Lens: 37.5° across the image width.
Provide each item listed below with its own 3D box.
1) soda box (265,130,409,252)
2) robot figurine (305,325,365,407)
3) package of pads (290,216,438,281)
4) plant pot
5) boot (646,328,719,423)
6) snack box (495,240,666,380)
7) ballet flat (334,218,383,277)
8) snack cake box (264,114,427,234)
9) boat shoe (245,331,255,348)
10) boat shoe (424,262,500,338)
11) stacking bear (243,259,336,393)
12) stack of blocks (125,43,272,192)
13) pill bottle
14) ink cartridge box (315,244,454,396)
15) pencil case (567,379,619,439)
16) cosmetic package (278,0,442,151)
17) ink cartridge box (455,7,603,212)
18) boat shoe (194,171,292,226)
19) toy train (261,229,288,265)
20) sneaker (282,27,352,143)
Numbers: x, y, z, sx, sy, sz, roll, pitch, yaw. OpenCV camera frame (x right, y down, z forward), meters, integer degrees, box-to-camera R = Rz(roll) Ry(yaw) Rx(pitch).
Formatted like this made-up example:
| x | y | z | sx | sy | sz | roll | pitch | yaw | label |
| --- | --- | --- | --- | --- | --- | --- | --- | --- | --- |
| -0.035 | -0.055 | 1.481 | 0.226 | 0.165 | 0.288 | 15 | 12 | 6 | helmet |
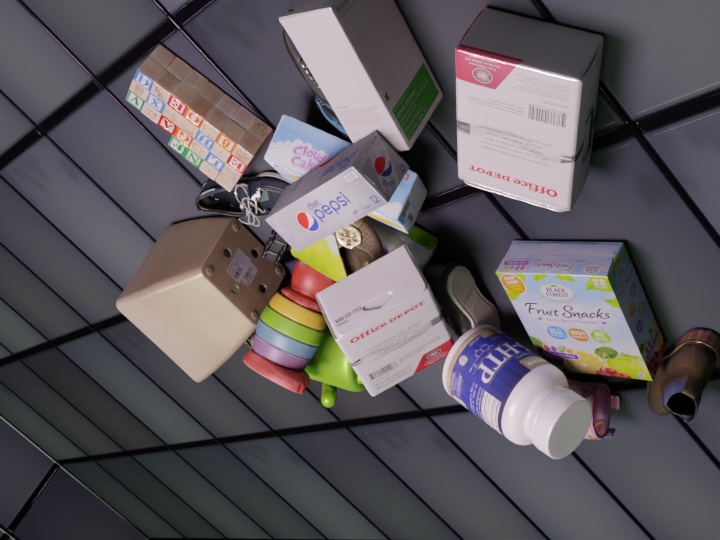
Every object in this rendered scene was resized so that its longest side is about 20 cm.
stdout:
| x | y | z | sx | sy | sz | roll | pitch | yaw | label |
| --- | --- | --- | --- | --- | --- | --- | --- | --- | --- |
| -0.031 | -0.093 | 1.293 | 0.063 | 0.069 | 0.199 | 43 | 144 | -17 | soda box |
| -0.041 | 0.131 | 1.760 | 0.198 | 0.115 | 0.178 | 14 | 117 | 30 | robot figurine |
| 0.000 | -0.034 | 1.551 | 0.198 | 0.069 | 0.155 | 30 | 147 | 5 | package of pads |
| -0.241 | 0.029 | 1.744 | 0.176 | 0.201 | 0.200 | -23 | 119 | 41 | plant pot |
| 0.419 | 0.166 | 1.426 | 0.074 | 0.097 | 0.201 | 25 | 147 | 11 | boot |
| 0.295 | 0.053 | 1.411 | 0.167 | 0.068 | 0.201 | 2 | 136 | 41 | snack box |
| 0.000 | 0.000 | 1.490 | 0.067 | 0.047 | 0.201 | 14 | 142 | 24 | ballet flat |
| -0.017 | -0.126 | 1.402 | 0.198 | 0.068 | 0.115 | 25 | 179 | 13 | snack cake box |
| -0.169 | 0.104 | 1.816 | 0.059 | 0.073 | 0.202 | -3 | -174 | -12 | boat shoe |
| 0.151 | 0.057 | 1.542 | 0.057 | 0.067 | 0.201 | 17 | 150 | 40 | boat shoe |
| -0.095 | 0.072 | 1.655 | 0.112 | 0.202 | 0.121 | 25 | -177 | 1 | stacking bear |
| -0.236 | -0.216 | 1.520 | 0.199 | 0.059 | 0.115 | 37 | 148 | -7 | stack of blocks |
| 0.219 | 0.170 | 1.473 | 0.199 | 0.119 | 0.120 | 33 | 156 | 43 | pill bottle |
| 0.039 | 0.073 | 1.473 | 0.084 | 0.143 | 0.201 | 61 | 180 | 32 | ink cartridge box |
| 0.287 | 0.202 | 1.607 | 0.198 | 0.088 | 0.088 | 2 | 137 | 38 | pencil case |
| 0.004 | -0.246 | 1.229 | 0.084 | 0.108 | 0.201 | 1 | 138 | 39 | cosmetic package |
| 0.186 | -0.176 | 1.185 | 0.144 | 0.085 | 0.201 | 19 | 144 | 20 | ink cartridge box |
| -0.168 | -0.109 | 1.602 | 0.198 | 0.062 | 0.075 | 10 | 140 | 31 | boat shoe |
| -0.124 | -0.050 | 1.628 | 0.034 | 0.046 | 0.200 | 23 | 163 | -6 | toy train |
| -0.040 | -0.228 | 1.322 | 0.081 | 0.073 | 0.201 | -2 | 133 | 53 | sneaker |
